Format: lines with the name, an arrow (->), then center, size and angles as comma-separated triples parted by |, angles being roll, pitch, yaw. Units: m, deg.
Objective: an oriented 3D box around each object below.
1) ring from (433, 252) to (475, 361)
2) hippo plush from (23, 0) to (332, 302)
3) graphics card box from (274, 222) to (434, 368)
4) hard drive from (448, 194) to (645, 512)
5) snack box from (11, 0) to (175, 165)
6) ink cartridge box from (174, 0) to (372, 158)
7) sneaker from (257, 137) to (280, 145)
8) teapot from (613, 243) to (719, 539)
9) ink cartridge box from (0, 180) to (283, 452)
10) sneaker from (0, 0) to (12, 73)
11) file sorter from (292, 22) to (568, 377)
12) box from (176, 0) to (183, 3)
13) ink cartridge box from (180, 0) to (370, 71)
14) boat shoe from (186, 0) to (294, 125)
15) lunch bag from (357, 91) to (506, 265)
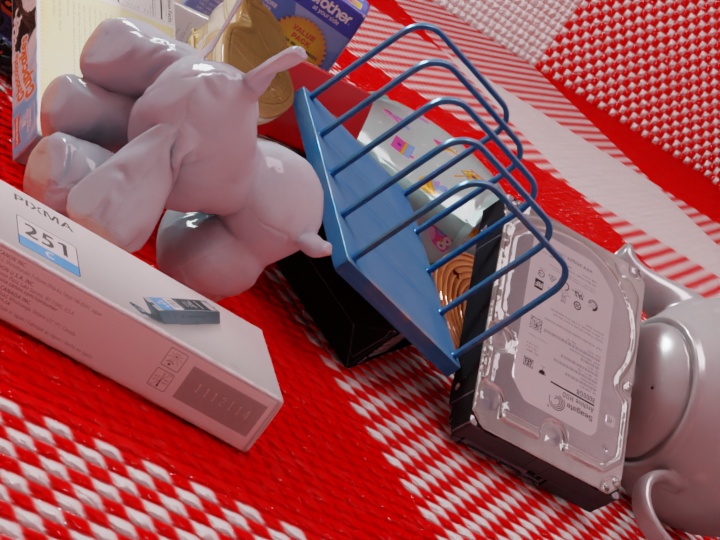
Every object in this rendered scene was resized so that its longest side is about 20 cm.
ring -> 0.115, 0.075, 1.654 | 0.200, 0.019, 0.201 | 43, 25, -26
hippo plush -> -0.101, -0.072, 1.391 | 0.161, 0.200, 0.159 | 43, 8, -46
graphics card box -> 0.000, 0.000, 1.605 | 0.126, 0.051, 0.200 | 57, 16, 7
hard drive -> 0.138, 0.058, 1.589 | 0.139, 0.038, 0.201 | 29, 54, -23
snack box -> -0.183, -0.149, 1.506 | 0.116, 0.037, 0.201 | 18, 52, -33
ink cartridge box -> -0.074, -0.140, 1.689 | 0.200, 0.067, 0.116 | 29, 6, 38
sneaker -> -0.094, -0.055, 1.548 | 0.075, 0.089, 0.200 | 14, 3, 9
teapot -> 0.248, 0.107, 1.673 | 0.146, 0.198, 0.200 | 19, 7, -30
ink cartridge box -> -0.148, 0.007, 1.263 | 0.200, 0.045, 0.176 | 31, 14, -23
sneaker -> -0.206, -0.145, 1.607 | 0.200, 0.075, 0.078 | 44, 11, 25
file sorter -> 0.052, -0.058, 1.550 | 0.139, 0.122, 0.200 | 45, 19, -38
box -> -0.126, -0.208, 2.079 | 0.116, 0.060, 0.200 | 26, 16, -38
ink cartridge box -> -0.084, -0.206, 1.855 | 0.136, 0.200, 0.076 | 34, 12, -6
boat shoe -> -0.093, -0.137, 1.540 | 0.074, 0.069, 0.200 | 48, 16, -16
lunch bag -> 0.036, -0.068, 1.867 | 0.170, 0.122, 0.200 | 39, 7, 8
